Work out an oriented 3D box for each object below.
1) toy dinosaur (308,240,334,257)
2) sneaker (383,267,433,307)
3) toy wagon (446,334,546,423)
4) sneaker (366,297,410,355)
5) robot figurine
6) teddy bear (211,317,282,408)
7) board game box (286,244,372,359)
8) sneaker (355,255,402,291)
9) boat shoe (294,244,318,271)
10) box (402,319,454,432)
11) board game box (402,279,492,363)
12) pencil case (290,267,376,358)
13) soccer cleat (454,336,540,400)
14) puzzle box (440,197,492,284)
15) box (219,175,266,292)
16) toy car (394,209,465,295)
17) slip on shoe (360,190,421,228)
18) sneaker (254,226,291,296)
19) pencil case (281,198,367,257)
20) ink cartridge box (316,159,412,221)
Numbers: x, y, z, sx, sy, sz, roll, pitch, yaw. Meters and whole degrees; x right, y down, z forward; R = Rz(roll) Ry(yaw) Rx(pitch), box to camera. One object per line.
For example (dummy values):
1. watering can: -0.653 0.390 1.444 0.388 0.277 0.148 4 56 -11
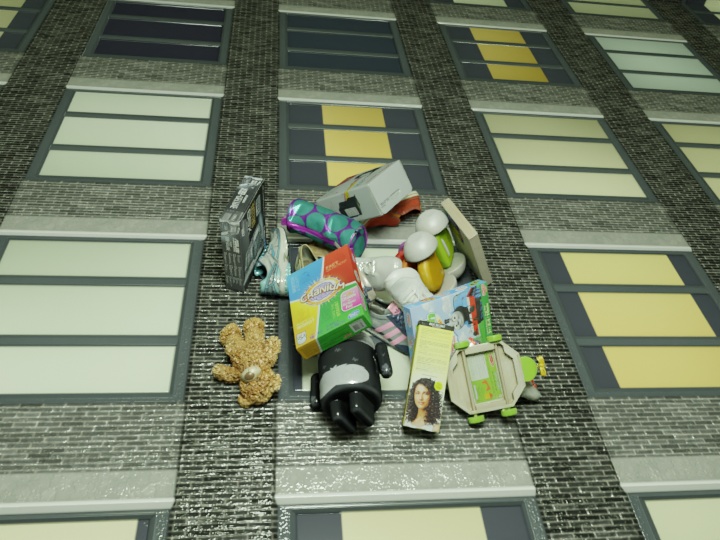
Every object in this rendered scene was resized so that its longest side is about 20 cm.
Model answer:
1. toy dinosaur: -0.082 -0.066 1.562 0.098 0.059 0.202 -12 48 -19
2. sneaker: 0.127 0.065 1.372 0.075 0.199 0.100 -45 41 8
3. toy wagon: 0.268 0.209 1.279 0.194 0.040 0.160 -11 82 -1
4. sneaker: 0.079 0.114 1.384 0.196 0.083 0.070 24 43 15
5. robot figurine: -0.020 0.208 1.245 0.146 0.127 0.203 3 44 -10
6. teddy bear: -0.224 0.171 1.288 0.140 0.068 0.203 1 44 -4
7. board game box: -0.067 0.059 1.283 0.150 0.041 0.203 -27 43 11
8. sneaker: 0.000 0.000 1.424 0.197 0.088 0.077 -8 65 42
9. boat shoe: -0.098 0.028 1.458 0.071 0.064 0.203 -10 47 -18
10. box: 0.131 0.203 1.248 0.073 0.050 0.206 9 79 1
11. board game box: 0.187 0.121 1.351 0.195 0.156 0.036 -17 16 -24
12. pencil case: -0.051 0.084 1.341 0.199 0.078 0.089 -43 35 -7
13. soccer cleat: 0.277 0.217 1.333 0.197 0.079 0.069 33 7 2
14. puzzle box: 0.252 -0.064 1.521 0.025 0.201 0.134 -31 52 0
15. box: -0.259 -0.081 1.444 0.048 0.204 0.160 11 42 6
16. toy car: 0.148 -0.027 1.510 0.147 0.177 0.202 -11 32 34
17. slip on shoe: 0.077 -0.143 1.664 0.196 0.074 0.062 -25 84 -24
18. sneaker: -0.205 -0.026 1.488 0.084 0.079 0.203 -4 45 -10
19. pencil case: -0.082 -0.097 1.510 0.196 0.087 0.092 23 41 22
20. ink cartridge box: 0.010 -0.188 1.607 0.197 0.084 0.145 -11 23 46
